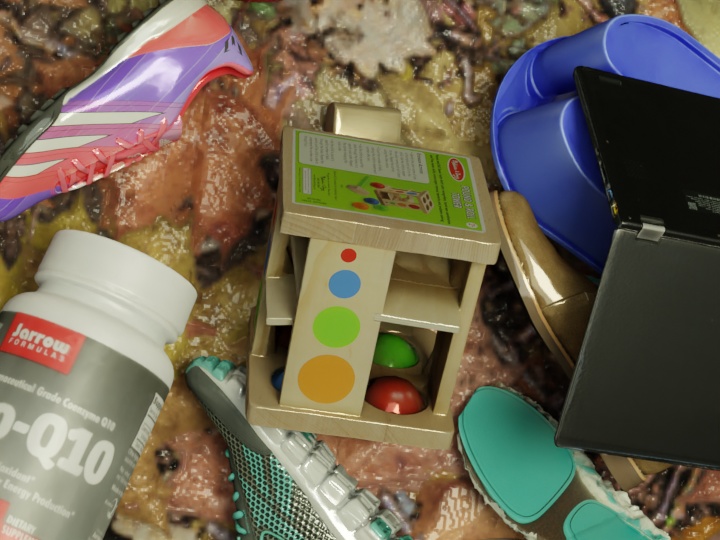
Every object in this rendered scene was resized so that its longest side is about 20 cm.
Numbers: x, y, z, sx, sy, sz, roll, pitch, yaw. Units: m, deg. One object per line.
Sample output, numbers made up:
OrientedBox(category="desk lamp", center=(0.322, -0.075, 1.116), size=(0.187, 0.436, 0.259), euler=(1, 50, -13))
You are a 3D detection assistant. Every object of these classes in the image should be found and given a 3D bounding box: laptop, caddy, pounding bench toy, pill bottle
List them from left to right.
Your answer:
OrientedBox(category="pill bottle", center=(-0.182, 0.084, 1.051), size=(0.114, 0.114, 0.200), euler=(24, 74, -4))
OrientedBox(category="pounding bench toy", center=(0.000, 0.000, 1.086), size=(0.124, 0.200, 0.156), euler=(8, 117, -7))
OrientedBox(category="caddy", center=(0.177, -0.069, 1.112), size=(0.200, 0.105, 0.141), euler=(36, 67, -14))
OrientedBox(category="laptop", center=(0.203, 0.003, 1.045), size=(0.187, 0.116, 0.200), euler=(10, 47, -22))

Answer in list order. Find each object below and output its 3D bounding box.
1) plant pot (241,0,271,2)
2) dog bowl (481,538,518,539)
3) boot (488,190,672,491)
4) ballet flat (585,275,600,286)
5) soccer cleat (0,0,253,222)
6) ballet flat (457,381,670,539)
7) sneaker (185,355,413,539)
OrientedBox(category="plant pot", center=(-0.058, -0.252, 1.064), size=(0.200, 0.177, 0.201), euler=(0, 86, -5))
OrientedBox(category="dog bowl", center=(0.092, 0.272, 1.102), size=(0.200, 0.059, 0.200), euler=(0, 85, -5))
OrientedBox(category="boot", center=(0.143, 0.029, 1.064), size=(0.075, 0.074, 0.200), euler=(-30, 91, 12))
OrientedBox(category="ballet flat", center=(0.192, 0.063, 1.117), size=(0.200, 0.074, 0.074), euler=(22, 84, -3))
OrientedBox(category="soccer cleat", center=(-0.156, -0.091, 1.100), size=(0.200, 0.068, 0.073), euler=(-44, 95, -10))
OrientedBox(category="ballet flat", center=(0.133, 0.156, 1.099), size=(0.072, 0.072, 0.200), euler=(-38, 58, -7))
OrientedBox(category="sneaker", center=(-0.053, 0.143, 1.090), size=(0.091, 0.078, 0.200), euler=(-41, 83, 8))
